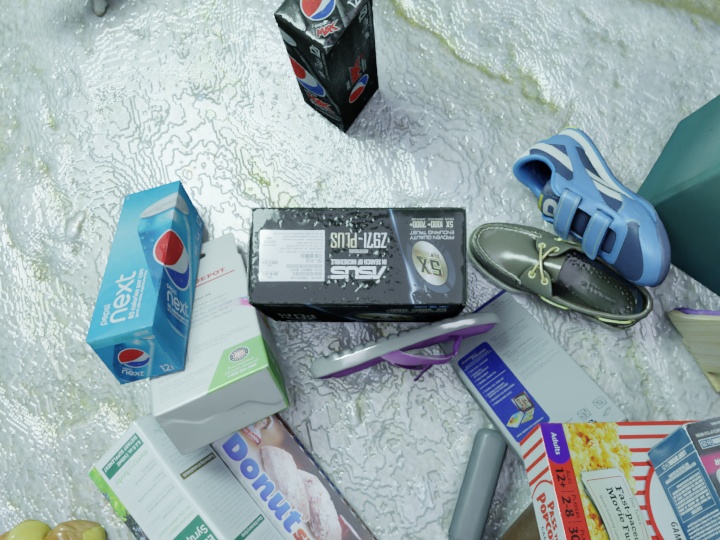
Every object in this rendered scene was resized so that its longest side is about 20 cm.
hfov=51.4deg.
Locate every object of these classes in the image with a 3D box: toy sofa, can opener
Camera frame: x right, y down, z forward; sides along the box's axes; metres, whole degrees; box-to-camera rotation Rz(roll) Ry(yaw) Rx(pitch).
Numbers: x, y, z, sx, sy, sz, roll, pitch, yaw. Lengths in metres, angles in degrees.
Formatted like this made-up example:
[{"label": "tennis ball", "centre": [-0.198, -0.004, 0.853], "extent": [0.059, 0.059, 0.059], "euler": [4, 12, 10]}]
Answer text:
[{"label": "toy sofa", "centre": [0.373, 0.057, 0.682], "extent": [0.082, 0.200, 0.099], "euler": [-33, 87, -2]}, {"label": "can opener", "centre": [0.094, 0.253, 0.740], "extent": [0.065, 0.053, 0.205], "euler": [21, 83, 6]}]

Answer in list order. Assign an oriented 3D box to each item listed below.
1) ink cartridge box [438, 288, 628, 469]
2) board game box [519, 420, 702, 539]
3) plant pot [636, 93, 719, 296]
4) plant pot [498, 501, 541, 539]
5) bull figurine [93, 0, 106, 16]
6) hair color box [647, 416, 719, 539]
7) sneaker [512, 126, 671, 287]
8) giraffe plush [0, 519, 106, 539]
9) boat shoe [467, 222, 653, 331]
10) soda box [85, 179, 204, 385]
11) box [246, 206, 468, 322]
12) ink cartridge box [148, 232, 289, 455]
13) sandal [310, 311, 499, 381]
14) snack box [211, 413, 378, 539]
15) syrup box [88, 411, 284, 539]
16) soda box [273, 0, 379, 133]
[{"label": "ink cartridge box", "centre": [0.161, 0.111, 0.732], "extent": [0.098, 0.039, 0.201], "euler": [-34, 43, -1]}, {"label": "board game box", "centre": [0.238, 0.201, 0.597], "extent": [0.194, 0.047, 0.155], "euler": [1, 57, -14]}, {"label": "plant pot", "centre": [0.364, -0.081, 0.702], "extent": [0.140, 0.200, 0.143], "euler": [34, 84, 6]}, {"label": "plant pot", "centre": [0.231, 0.250, 0.686], "extent": [0.185, 0.188, 0.201], "euler": [36, 70, 7]}, {"label": "bull figurine", "centre": [-0.289, -0.355, 0.810], "extent": [0.199, 0.122, 0.065], "euler": [-43, 82, -4]}, {"label": "hair color box", "centre": [0.303, 0.208, 0.541], "extent": [0.097, 0.061, 0.204], "euler": [-7, 59, -17]}, {"label": "sneaker", "centre": [0.223, -0.056, 0.737], "extent": [0.080, 0.075, 0.202], "euler": [-15, 50, -19]}, {"label": "giraffe plush", "centre": [-0.311, 0.343, 0.689], "extent": [0.171, 0.162, 0.202], "euler": [-35, 81, -3]}, {"label": "boat shoe", "centre": [0.203, 0.000, 0.767], "extent": [0.197, 0.060, 0.074], "euler": [25, 83, 6]}, {"label": "soda box", "centre": [-0.202, 0.005, 0.726], "extent": [0.066, 0.065, 0.203], "euler": [-14, 44, 9]}, {"label": "box", "centre": [0.000, 0.000, 0.725], "extent": [0.194, 0.164, 0.089], "euler": [0, 81, 2]}, {"label": "ink cartridge box", "centre": [-0.149, 0.064, 0.744], "extent": [0.114, 0.068, 0.202], "euler": [-23, 44, 0]}, {"label": "sandal", "centre": [0.047, 0.087, 0.753], "extent": [0.198, 0.082, 0.051], "euler": [-17, 82, 16]}, {"label": "snack box", "centre": [-0.063, 0.232, 0.764], "extent": [0.072, 0.024, 0.201], "euler": [-40, 82, -2]}, {"label": "syrup box", "centre": [-0.163, 0.239, 0.731], "extent": [0.079, 0.081, 0.201], "euler": [-43, 81, 15]}, {"label": "soda box", "centre": [-0.027, -0.212, 0.738], "extent": [0.063, 0.200, 0.071], "euler": [37, 84, 9]}]
